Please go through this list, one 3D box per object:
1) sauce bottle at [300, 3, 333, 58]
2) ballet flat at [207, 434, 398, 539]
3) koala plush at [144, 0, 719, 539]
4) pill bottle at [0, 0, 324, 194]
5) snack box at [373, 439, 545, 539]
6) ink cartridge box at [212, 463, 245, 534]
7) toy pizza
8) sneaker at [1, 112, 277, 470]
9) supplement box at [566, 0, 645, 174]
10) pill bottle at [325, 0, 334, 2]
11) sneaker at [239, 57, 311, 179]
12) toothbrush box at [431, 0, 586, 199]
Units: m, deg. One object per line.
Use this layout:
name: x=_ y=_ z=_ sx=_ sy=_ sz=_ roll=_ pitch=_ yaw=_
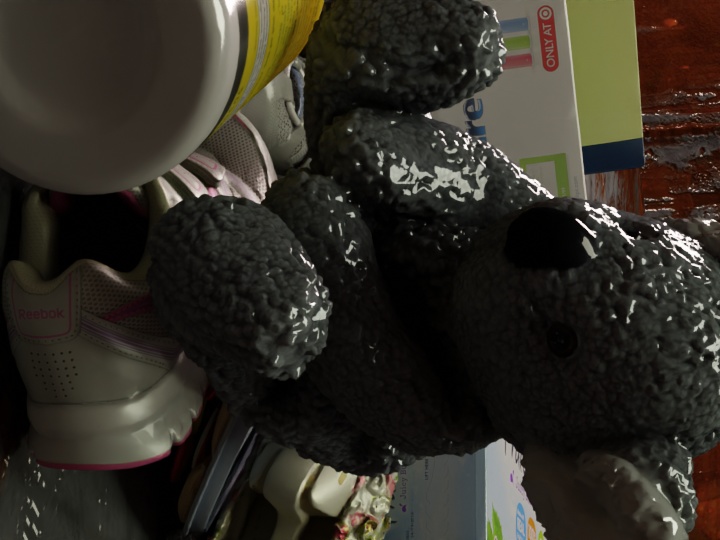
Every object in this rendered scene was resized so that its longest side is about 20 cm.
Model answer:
sauce bottle: x=-0.004 y=-0.129 z=1.030 sx=0.065 sy=0.064 sz=0.201 roll=46 pitch=42 yaw=-69
ballet flat: x=-0.035 y=0.121 z=0.746 sx=0.064 sy=0.075 sz=0.201 roll=62 pitch=48 yaw=-67
koala plush: x=0.061 y=0.017 z=0.632 sx=0.178 sy=0.199 sz=0.184 roll=-57 pitch=146 yaw=-28
pill bottle: x=-0.076 y=-0.110 z=0.650 sx=0.200 sy=0.114 sz=0.115 roll=-56 pitch=141 yaw=-66
snack box: x=0.054 y=0.120 z=0.869 sx=0.200 sy=0.067 sz=0.170 roll=57 pitch=33 yaw=-64
ink cartridge box: x=-0.018 y=0.167 z=0.882 sx=0.200 sy=0.084 sz=0.145 roll=-71 pitch=153 yaw=-53
toy pizza: x=-0.043 y=0.029 z=0.788 sx=0.201 sy=0.032 sz=0.200 roll=-63 pitch=179 yaw=-2
sneaker: x=-0.083 y=-0.017 z=0.672 sx=0.200 sy=0.081 sz=0.089 roll=-75 pitch=159 yaw=-52
supplement box: x=0.089 y=-0.171 z=1.137 sx=0.200 sy=0.133 sz=0.201 roll=-134 pitch=-143 yaw=-74
pill bottle: x=-0.027 y=-0.243 z=0.871 sx=0.112 sy=0.112 sz=0.201 roll=0 pitch=88 yaw=-76
sneaker: x=-0.026 y=-0.083 z=0.857 sx=0.200 sy=0.082 sz=0.075 roll=21 pitch=65 yaw=-79
toothbrush box: x=0.070 y=-0.091 z=0.940 sx=0.200 sy=0.086 sz=0.146 roll=-82 pitch=165 yaw=-77
